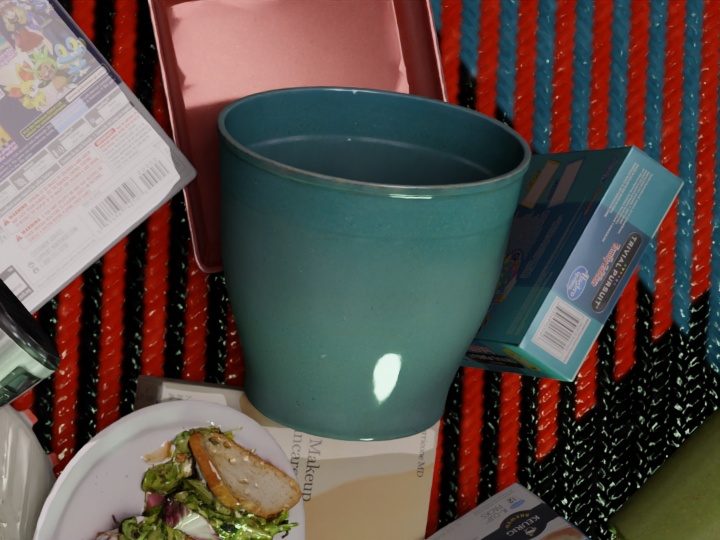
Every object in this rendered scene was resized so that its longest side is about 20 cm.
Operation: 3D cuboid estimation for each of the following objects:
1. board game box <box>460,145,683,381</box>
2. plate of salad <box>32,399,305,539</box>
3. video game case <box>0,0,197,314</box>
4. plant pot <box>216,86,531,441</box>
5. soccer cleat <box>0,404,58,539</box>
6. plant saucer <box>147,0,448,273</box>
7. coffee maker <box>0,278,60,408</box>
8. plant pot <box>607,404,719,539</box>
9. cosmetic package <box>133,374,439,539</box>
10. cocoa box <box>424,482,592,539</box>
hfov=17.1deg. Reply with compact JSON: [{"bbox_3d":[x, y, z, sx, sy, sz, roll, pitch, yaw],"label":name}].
[{"bbox_3d":[0.121,-0.006,1.605,0.047,0.200,0.151,34,80,-16],"label":"board game box"},{"bbox_3d":[-0.115,0.182,1.516,0.200,0.048,0.201,-8,105,-32],"label":"plate of salad"},{"bbox_3d":[-0.238,-0.069,1.555,0.200,0.023,0.182,-40,97,-8],"label":"video game case"},{"bbox_3d":[0.000,0.000,1.542,0.199,0.200,0.189,-2,112,-19],"label":"plant pot"},{"bbox_3d":[-0.225,0.153,1.534,0.077,0.069,0.200,-30,84,-37],"label":"soccer cleat"},{"bbox_3d":[-0.039,-0.114,1.635,0.199,0.037,0.201,-12,95,-19],"label":"plant saucer"},{"bbox_3d":[-0.315,0.055,1.466,0.192,0.135,0.200,45,88,-8],"label":"coffee maker"},{"bbox_3d":[0.283,0.171,1.689,0.190,0.200,0.200,-36,102,-2],"label":"plant pot"},{"bbox_3d":[-0.054,0.133,1.614,0.199,0.071,0.106,6,90,-19],"label":"cosmetic package"},{"bbox_3d":[0.113,0.274,1.609,0.133,0.131,0.200,-29,123,-17],"label":"cocoa box"}]
